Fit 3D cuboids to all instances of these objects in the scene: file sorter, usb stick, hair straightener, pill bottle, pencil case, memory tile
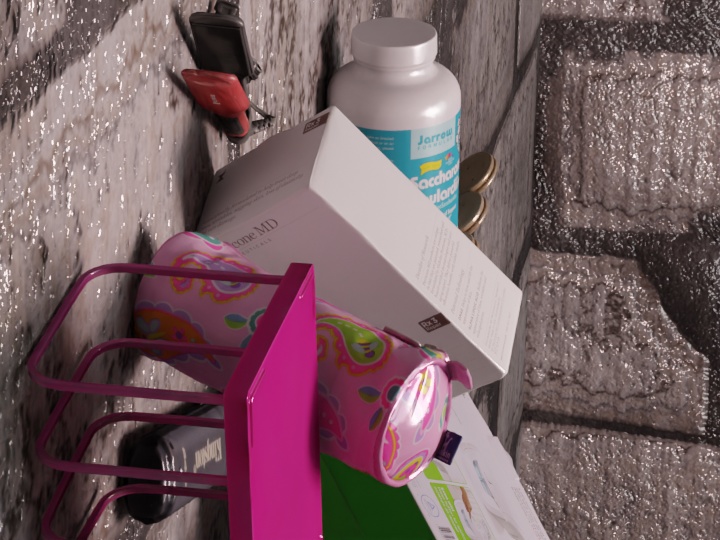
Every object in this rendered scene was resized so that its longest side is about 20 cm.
[{"bbox_3d":[-0.096,0.112,1.210,0.139,0.124,0.202,-66,158,-60],"label":"file sorter"},{"bbox_3d":[-0.106,0.115,1.426,0.200,0.032,0.056,-21,116,-79],"label":"usb stick"},{"bbox_3d":[-0.076,-0.131,1.457,0.200,0.041,0.078,50,46,-76],"label":"hair straightener"},{"bbox_3d":[0.026,-0.100,1.873,0.111,0.110,0.202,-67,159,-61],"label":"pill bottle"},{"bbox_3d":[-0.036,0.049,1.313,0.087,0.199,0.088,-39,142,-39],"label":"pencil case"},{"bbox_3d":[0.046,-0.011,1.973,0.017,0.153,0.201,45,40,-29],"label":"memory tile"}]

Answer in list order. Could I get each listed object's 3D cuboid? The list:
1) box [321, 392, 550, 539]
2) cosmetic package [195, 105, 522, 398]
[{"bbox_3d":[0.030,0.150,1.613,0.176,0.097,0.201,16,39,-57],"label":"box"},{"bbox_3d":[0.000,0.000,1.489,0.200,0.112,0.082,41,41,-27],"label":"cosmetic package"}]
